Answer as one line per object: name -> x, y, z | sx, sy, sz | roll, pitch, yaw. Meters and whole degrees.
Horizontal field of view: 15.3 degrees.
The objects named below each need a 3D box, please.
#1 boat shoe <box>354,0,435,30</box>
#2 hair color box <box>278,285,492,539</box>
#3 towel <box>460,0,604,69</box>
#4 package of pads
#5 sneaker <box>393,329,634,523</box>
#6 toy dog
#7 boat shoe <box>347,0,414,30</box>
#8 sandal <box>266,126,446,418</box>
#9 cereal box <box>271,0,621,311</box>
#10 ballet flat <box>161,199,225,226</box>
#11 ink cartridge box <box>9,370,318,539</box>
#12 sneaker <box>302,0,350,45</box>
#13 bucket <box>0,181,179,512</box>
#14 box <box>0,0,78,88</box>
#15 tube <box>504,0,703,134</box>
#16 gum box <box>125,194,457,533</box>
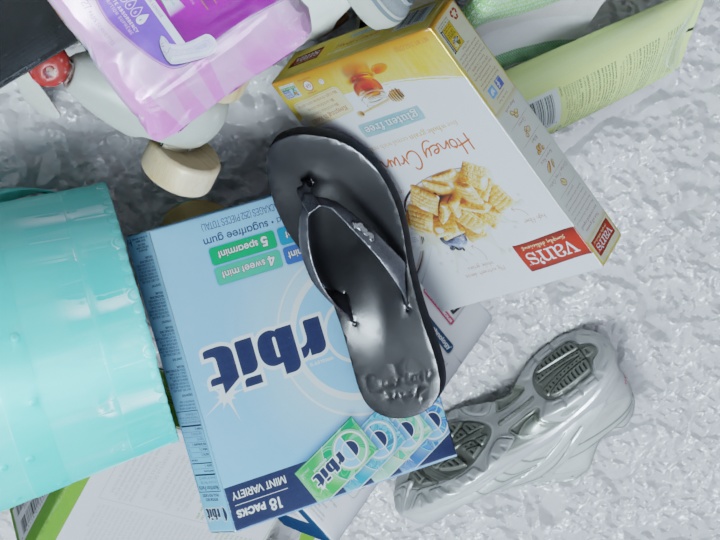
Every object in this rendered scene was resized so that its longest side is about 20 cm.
boat shoe -> 0.024, -0.108, 1.765 | 0.071, 0.063, 0.200 | -4, 127, -16
hair color box -> -0.005, 0.075, 1.827 | 0.200, 0.060, 0.100 | -54, 129, -18
towel -> 0.134, -0.189, 1.675 | 0.149, 0.031, 0.200 | -23, 163, -43
package of pads -> -0.127, -0.186, 1.526 | 0.120, 0.076, 0.200 | -35, 122, 2
sneaker -> 0.120, 0.135, 1.960 | 0.200, 0.078, 0.099 | -33, 131, 9
toy dog -> -0.159, -0.133, 1.692 | 0.200, 0.096, 0.132 | 40, 110, -19
boat shoe -> 0.007, -0.235, 1.563 | 0.071, 0.070, 0.201 | -8, 119, 20
sandal -> 0.001, 0.000, 1.693 | 0.076, 0.043, 0.200 | -22, 98, 22
cereal box -> 0.054, -0.070, 1.694 | 0.144, 0.040, 0.200 | -17, 119, 43
ballet flat -> -0.069, 0.032, 1.834 | 0.069, 0.063, 0.200 | -27, 128, 15
ink cartridge box -> -0.128, 0.157, 1.902 | 0.200, 0.076, 0.148 | 17, 118, -27
sneaker -> -0.034, -0.204, 1.649 | 0.085, 0.073, 0.200 | -20, 161, -11
bucket -> -0.204, 0.044, 1.724 | 0.135, 0.207, 0.207 | -15, 127, -6
box -> -0.206, -0.217, 1.551 | 0.200, 0.048, 0.193 | -31, 119, -3
tube -> 0.150, -0.128, 1.759 | 0.200, 0.058, 0.052 | -26, 100, -31
gum box -> -0.043, 0.050, 1.737 | 0.170, 0.045, 0.200 | -16, 93, -27
